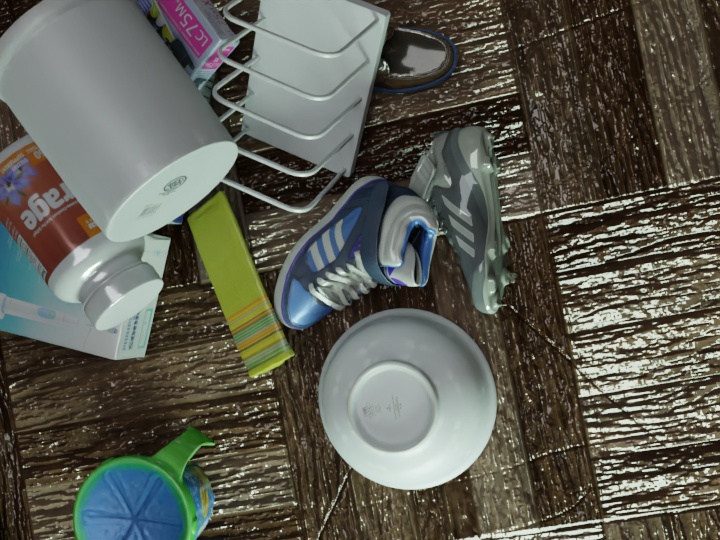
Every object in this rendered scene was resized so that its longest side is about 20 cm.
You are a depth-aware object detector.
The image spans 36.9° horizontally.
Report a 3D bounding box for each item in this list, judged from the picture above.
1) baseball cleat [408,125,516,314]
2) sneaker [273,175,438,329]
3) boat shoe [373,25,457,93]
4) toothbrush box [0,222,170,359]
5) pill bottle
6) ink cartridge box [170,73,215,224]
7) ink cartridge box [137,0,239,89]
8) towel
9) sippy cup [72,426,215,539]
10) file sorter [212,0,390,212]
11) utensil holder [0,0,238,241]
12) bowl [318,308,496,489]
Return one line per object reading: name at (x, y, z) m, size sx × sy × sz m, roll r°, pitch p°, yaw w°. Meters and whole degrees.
baseball cleat at (0.107, -0.052, 1.161) m, size 0.106 × 0.070 × 0.201 m, roll -4°, pitch 84°, yaw 26°
sneaker at (0.000, 0.000, 1.134) m, size 0.200 × 0.081 × 0.146 m, roll -53°, pitch 37°, yaw 2°
boat shoe at (0.004, -0.233, 1.172) m, size 0.199 × 0.072 × 0.073 m, roll 2°, pitch 90°, yaw 13°
toothbrush box at (-0.336, 0.009, 1.239) m, size 0.199 × 0.085 × 0.147 m, roll 12°, pitch 91°, yaw 13°
pill bottle at (-0.299, -0.041, 1.134) m, size 0.112 × 0.112 × 0.200 m, roll -41°, pitch 80°, yaw 9°
ink cartridge box at (-0.280, -0.170, 1.252) m, size 0.199 × 0.043 × 0.197 m, roll 14°, pitch 93°, yaw 16°
ink cartridge box at (-0.229, -0.224, 1.166) m, size 0.200 × 0.042 × 0.119 m, roll -43°, pitch 76°, yaw 32°
towel at (-0.134, 0.016, 1.207) m, size 0.086 × 0.018 × 0.201 m, roll -29°, pitch 82°, yaw 48°
sippy cup at (-0.226, 0.262, 1.190) m, size 0.177 × 0.130 × 0.140 m, roll -23°, pitch 86°, yaw 12°
file sorter at (-0.075, -0.181, 1.118) m, size 0.138 × 0.125 × 0.200 m, roll 24°, pitch 130°, yaw 12°
utensil holder at (-0.240, -0.154, 1.068) m, size 0.170 × 0.170 × 0.200 m, roll -39°, pitch 81°, yaw 9°
bowl at (0.042, 0.141, 1.153) m, size 0.200 × 0.090 × 0.202 m, roll 0°, pitch 89°, yaw 12°
